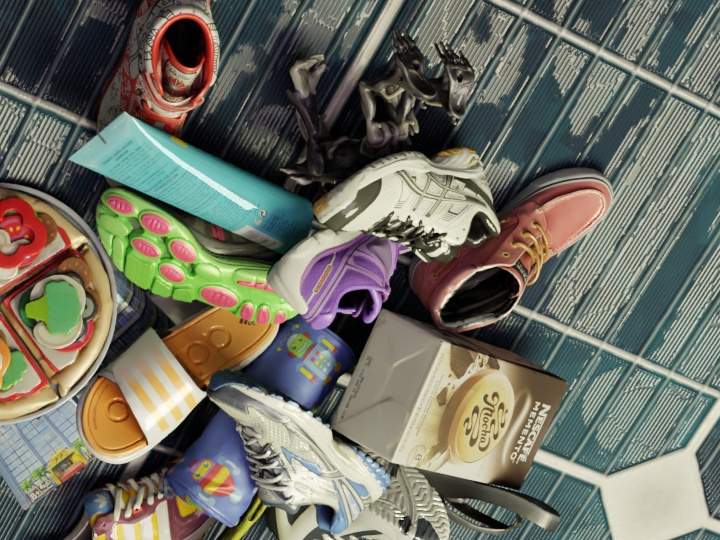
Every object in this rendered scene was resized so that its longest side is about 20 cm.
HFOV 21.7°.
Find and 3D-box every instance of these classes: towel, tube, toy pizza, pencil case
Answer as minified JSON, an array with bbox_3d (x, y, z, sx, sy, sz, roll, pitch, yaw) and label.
[{"bbox_3d":[-0.130,0.259,1.684,0.018,0.086,0.200,37,125,-3],"label":"towel"},{"bbox_3d":[-0.130,-0.069,1.513,0.200,0.050,0.077,24,134,-34],"label":"tube"},{"bbox_3d":[-0.299,0.025,1.530,0.200,0.032,0.201,1,82,-8],"label":"toy pizza"},{"bbox_3d":[-0.087,0.131,1.632,0.078,0.087,0.200,34,77,14],"label":"pencil case"}]

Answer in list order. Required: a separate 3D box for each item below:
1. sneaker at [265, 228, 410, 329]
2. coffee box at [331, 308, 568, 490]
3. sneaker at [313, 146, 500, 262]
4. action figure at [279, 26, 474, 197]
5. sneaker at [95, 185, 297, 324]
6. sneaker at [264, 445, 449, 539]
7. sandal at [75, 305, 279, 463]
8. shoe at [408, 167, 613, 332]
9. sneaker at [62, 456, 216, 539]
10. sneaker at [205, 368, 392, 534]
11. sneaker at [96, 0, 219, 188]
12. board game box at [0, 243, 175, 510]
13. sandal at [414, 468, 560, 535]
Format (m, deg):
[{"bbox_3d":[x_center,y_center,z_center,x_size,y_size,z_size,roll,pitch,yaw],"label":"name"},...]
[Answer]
[{"bbox_3d":[0.000,0.000,1.575,0.084,0.200,0.081,54,131,5],"label":"sneaker"},{"bbox_3d":[0.081,0.116,1.643,0.200,0.080,0.113,18,96,-50],"label":"coffee box"},{"bbox_3d":[0.048,-0.047,1.537,0.200,0.088,0.076,-13,167,-47],"label":"sneaker"},{"bbox_3d":[0.004,-0.129,1.548,0.119,0.102,0.200,2,155,-39],"label":"action figure"},{"bbox_3d":[-0.135,-0.019,1.578,0.200,0.084,0.077,27,120,-26],"label":"sneaker"},{"bbox_3d":[-0.014,0.226,1.697,0.199,0.079,0.130,24,129,17],"label":"sneaker"},{"bbox_3d":[-0.152,0.074,1.568,0.207,0.059,0.079,-39,78,-23],"label":"sandal"},{"bbox_3d":[0.141,-0.015,1.643,0.200,0.091,0.072,-27,119,0],"label":"shoe"},{"bbox_3d":[-0.196,0.216,1.685,0.090,0.075,0.200,36,102,-32],"label":"sneaker"},{"bbox_3d":[-0.060,0.157,1.561,0.200,0.077,0.085,40,81,-31],"label":"sneaker"},{"bbox_3d":[-0.164,-0.134,1.498,0.067,0.108,0.202,11,113,-19],"label":"sneaker"},{"bbox_3d":[-0.276,0.071,1.600,0.200,0.062,0.200,-38,119,6],"label":"board game box"},{"bbox_3d":[0.091,0.209,1.705,0.076,0.200,0.043,22,82,-60],"label":"sandal"}]
